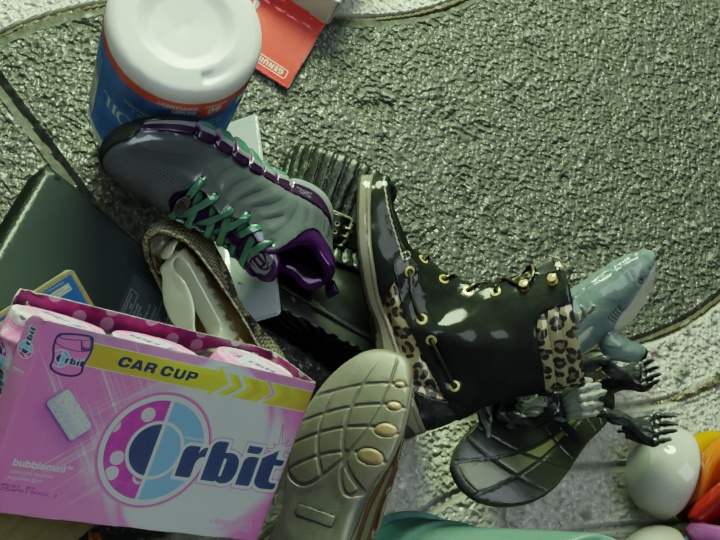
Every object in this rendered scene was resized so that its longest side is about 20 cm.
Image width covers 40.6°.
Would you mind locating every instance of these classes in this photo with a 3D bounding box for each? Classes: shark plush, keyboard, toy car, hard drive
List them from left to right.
[{"bbox_3d":[-0.183,0.036,0.708,0.200,0.033,0.140,45,37,-29],"label":"hard drive"},{"bbox_3d":[-0.101,-0.044,0.802,0.056,0.011,0.201,-14,59,7],"label":"keyboard"},{"bbox_3d":[0.172,0.034,0.881,0.198,0.084,0.091,-7,42,-4],"label":"shark plush"},{"bbox_3d":[0.325,0.230,0.835,0.174,0.150,0.202,20,67,-13],"label":"toy car"}]

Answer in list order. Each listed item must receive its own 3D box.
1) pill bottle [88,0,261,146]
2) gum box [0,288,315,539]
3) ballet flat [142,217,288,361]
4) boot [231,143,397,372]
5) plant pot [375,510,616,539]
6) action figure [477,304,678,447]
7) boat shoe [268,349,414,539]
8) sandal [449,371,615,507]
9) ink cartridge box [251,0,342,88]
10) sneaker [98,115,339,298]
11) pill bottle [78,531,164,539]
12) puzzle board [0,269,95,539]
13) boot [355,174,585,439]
[{"bbox_3d":[-0.151,-0.138,0.752,0.111,0.200,0.113,6,70,-17],"label":"pill bottle"},{"bbox_3d":[-0.140,0.093,0.605,0.199,0.066,0.114,18,95,-37],"label":"gum box"},{"bbox_3d":[-0.105,0.052,0.713,0.068,0.075,0.201,-30,90,13],"label":"ballet flat"},{"bbox_3d":[0.000,-0.001,0.830,0.210,0.079,0.159,32,65,-7],"label":"boot"},{"bbox_3d":[0.099,0.266,0.687,0.199,0.196,0.202,14,67,-34],"label":"plant pot"},{"bbox_3d":[0.164,0.083,0.801,0.198,0.102,0.120,15,55,-20],"label":"action figure"},{"bbox_3d":[-0.013,0.152,0.685,0.075,0.072,0.201,20,77,23],"label":"boat shoe"},{"bbox_3d":[0.153,0.149,0.854,0.200,0.057,0.080,-24,73,-40],"label":"sandal"},{"bbox_3d":[-0.107,-0.294,0.906,0.199,0.045,0.177,31,64,-8],"label":"ink cartridge box"},{"bbox_3d":[-0.090,-0.042,0.697,0.199,0.074,0.088,19,40,-38],"label":"sneaker"},{"bbox_3d":[-0.234,0.227,0.655,0.198,0.106,0.107,10,70,-17],"label":"pill bottle"},{"bbox_3d":[-0.225,0.115,0.609,0.200,0.017,0.152,-39,110,-34],"label":"puzzle board"},{"bbox_3d":[0.079,0.015,0.735,0.149,0.073,0.202,-12,81,6],"label":"boot"}]
